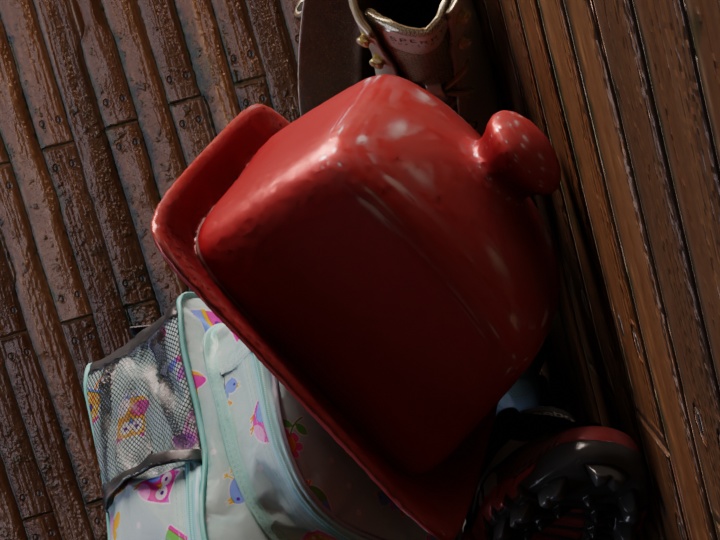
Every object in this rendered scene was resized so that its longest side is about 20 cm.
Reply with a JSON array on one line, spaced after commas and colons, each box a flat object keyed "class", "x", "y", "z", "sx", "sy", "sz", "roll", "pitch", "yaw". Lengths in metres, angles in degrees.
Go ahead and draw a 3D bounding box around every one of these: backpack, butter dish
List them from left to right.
[{"class": "backpack", "x": -0.038, "y": 0.122, "z": 0.789, "sx": 0.175, "sy": 0.153, "sz": 0.201, "roll": 27, "pitch": -132, "yaw": -41}, {"class": "butter dish", "x": 0.029, "y": -0.016, "z": 0.731, "sx": 0.200, "sy": 0.148, "sz": 0.200, "roll": 46, "pitch": -155, "yaw": -8}]

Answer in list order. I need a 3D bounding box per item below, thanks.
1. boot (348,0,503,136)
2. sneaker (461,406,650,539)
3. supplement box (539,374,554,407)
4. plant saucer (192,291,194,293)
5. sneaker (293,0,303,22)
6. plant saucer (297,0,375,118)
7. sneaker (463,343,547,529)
[{"class": "boot", "x": 0.041, "y": -0.088, "z": 0.837, "sx": 0.155, "sy": 0.071, "sz": 0.202, "roll": 62, "pitch": -164, "yaw": -70}, {"class": "sneaker", "x": 0.092, "y": 0.103, "z": 0.772, "sx": 0.201, "sy": 0.070, "sz": 0.099, "roll": 110, "pitch": 173, "yaw": -65}, {"class": "supplement box", "x": 0.090, "y": 0.154, "z": 1.111, "sx": 0.200, "sy": 0.108, "sz": 0.110, "roll": 76, "pitch": 178, "yaw": -76}, {"class": "plant saucer", "x": -0.087, "y": 0.087, "z": 0.988, "sx": 0.200, "sy": 0.036, "sz": 0.202, "roll": 0, "pitch": -90, "yaw": -81}, {"class": "sneaker", "x": -0.006, "y": -0.174, "z": 1.110, "sx": 0.071, "sy": 0.075, "sz": 0.201, "roll": -106, "pitch": 1, "yaw": -68}, {"class": "plant saucer", "x": 0.007, "y": -0.167, "z": 0.951, "sx": 0.200, "sy": 0.034, "sz": 0.202, "roll": 11, "pitch": -90, "yaw": -78}, {"class": "sneaker", "x": 0.096, "y": 0.118, "z": 0.936, "sx": 0.079, "sy": 0.089, "sz": 0.201, "roll": 95, "pitch": -173, "yaw": -45}]
